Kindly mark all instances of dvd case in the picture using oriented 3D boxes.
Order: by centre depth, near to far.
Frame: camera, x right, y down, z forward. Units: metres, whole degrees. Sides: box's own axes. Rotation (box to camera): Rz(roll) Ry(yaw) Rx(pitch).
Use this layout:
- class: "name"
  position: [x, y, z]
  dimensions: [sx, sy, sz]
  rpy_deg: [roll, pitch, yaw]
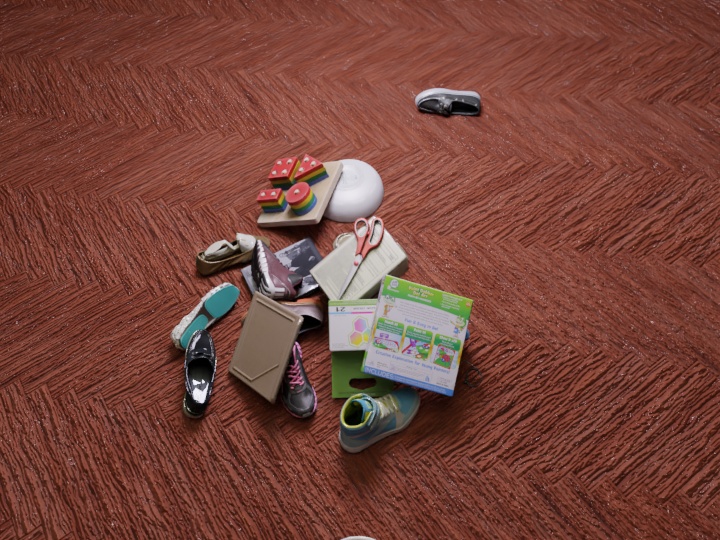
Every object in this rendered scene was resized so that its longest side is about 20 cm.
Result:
- class: "dvd case"
  position: [-0.179, 0.014, 1.573]
  dimensions: [0.196, 0.025, 0.152]
  rpy_deg: [-26, 57, -13]

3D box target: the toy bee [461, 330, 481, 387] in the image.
- class: "toy bee"
  position: [0.191, 0.141, 1.388]
  dimensions: [0.133, 0.107, 0.200]
  rpy_deg: [-60, 42, 16]

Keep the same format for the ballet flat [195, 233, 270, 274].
- class: "ballet flat"
  position: [-0.322, -0.053, 1.602]
  dimensions: [0.194, 0.073, 0.069]
  rpy_deg: [-20, 53, -10]

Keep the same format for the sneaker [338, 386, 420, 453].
- class: "sneaker"
  position: [0.041, 0.282, 1.297]
  dimensions: [0.197, 0.132, 0.080]
  rpy_deg: [-31, 55, -18]

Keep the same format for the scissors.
- class: "scissors"
  position: [0.002, -0.025, 1.414]
  dimensions: [0.071, 0.014, 0.206]
  rpy_deg: [11, 76, 9]

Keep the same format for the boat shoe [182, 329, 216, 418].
- class: "boat shoe"
  position: [-0.350, 0.214, 1.401]
  dimensions: [0.072, 0.066, 0.205]
  rpy_deg: [16, 54, -18]

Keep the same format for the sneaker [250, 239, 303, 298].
- class: "sneaker"
  position: [-0.197, 0.005, 1.536]
  dimensions: [0.112, 0.077, 0.203]
  rpy_deg: [7, 37, -24]

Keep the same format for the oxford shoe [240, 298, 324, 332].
- class: "oxford shoe"
  position: [-0.179, 0.112, 1.461]
  dimensions: [0.193, 0.073, 0.073]
  rpy_deg: [-11, 29, -3]

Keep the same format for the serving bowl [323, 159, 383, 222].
- class: "serving bowl"
  position: [-0.034, -0.228, 1.709]
  dimensions: [0.193, 0.067, 0.205]
  rpy_deg: [-2, 54, 2]

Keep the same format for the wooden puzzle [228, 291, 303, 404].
- class: "wooden puzzle"
  position: [-0.203, 0.162, 1.377]
  dimensions: [0.197, 0.037, 0.191]
  rpy_deg: [22, 93, 47]

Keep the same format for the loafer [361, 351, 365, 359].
- class: "loafer"
  position: [0.073, 0.141, 1.442]
  dimensions: [0.200, 0.072, 0.073]
  rpy_deg: [-45, 99, -11]

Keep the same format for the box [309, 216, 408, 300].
- class: "box"
  position: [0.000, 0.000, 1.472]
  dimensions: [0.198, 0.109, 0.129]
  rpy_deg: [-39, 73, -4]

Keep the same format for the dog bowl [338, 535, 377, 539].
- class: "dog bowl"
  position: [-0.004, 0.583, 1.120]
  dimensions: [0.193, 0.075, 0.205]
  rpy_deg: [-2, 53, 3]

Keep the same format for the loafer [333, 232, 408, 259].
- class: "loafer"
  position: [0.024, -0.059, 1.581]
  dimensions: [0.193, 0.069, 0.077]
  rpy_deg: [12, 55, 13]

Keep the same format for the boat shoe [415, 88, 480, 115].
- class: "boat shoe"
  position: [0.258, -0.489, 1.873]
  dimensions: [0.192, 0.070, 0.058]
  rpy_deg: [-1, 54, 1]

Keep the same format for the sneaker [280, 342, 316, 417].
- class: "sneaker"
  position: [-0.149, 0.217, 1.381]
  dimensions: [0.077, 0.097, 0.203]
  rpy_deg: [-17, 56, -11]

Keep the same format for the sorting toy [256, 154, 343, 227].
- class: "sorting toy"
  position: [-0.167, -0.217, 1.665]
  dimensions: [0.193, 0.070, 0.204]
  rpy_deg: [-1, 52, 32]

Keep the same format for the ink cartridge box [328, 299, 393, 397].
- class: "ink cartridge box"
  position: [0.005, 0.167, 1.357]
  dimensions: [0.142, 0.076, 0.208]
  rpy_deg: [-2, 85, -2]

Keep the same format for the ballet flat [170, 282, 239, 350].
- class: "ballet flat"
  position: [-0.373, 0.098, 1.505]
  dimensions: [0.071, 0.073, 0.200]
  rpy_deg: [30, 62, 24]

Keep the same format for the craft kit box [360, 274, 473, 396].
- class: "craft kit box"
  position: [0.116, 0.133, 1.309]
  dimensions: [0.194, 0.048, 0.204]
  rpy_deg: [16, 86, -6]
